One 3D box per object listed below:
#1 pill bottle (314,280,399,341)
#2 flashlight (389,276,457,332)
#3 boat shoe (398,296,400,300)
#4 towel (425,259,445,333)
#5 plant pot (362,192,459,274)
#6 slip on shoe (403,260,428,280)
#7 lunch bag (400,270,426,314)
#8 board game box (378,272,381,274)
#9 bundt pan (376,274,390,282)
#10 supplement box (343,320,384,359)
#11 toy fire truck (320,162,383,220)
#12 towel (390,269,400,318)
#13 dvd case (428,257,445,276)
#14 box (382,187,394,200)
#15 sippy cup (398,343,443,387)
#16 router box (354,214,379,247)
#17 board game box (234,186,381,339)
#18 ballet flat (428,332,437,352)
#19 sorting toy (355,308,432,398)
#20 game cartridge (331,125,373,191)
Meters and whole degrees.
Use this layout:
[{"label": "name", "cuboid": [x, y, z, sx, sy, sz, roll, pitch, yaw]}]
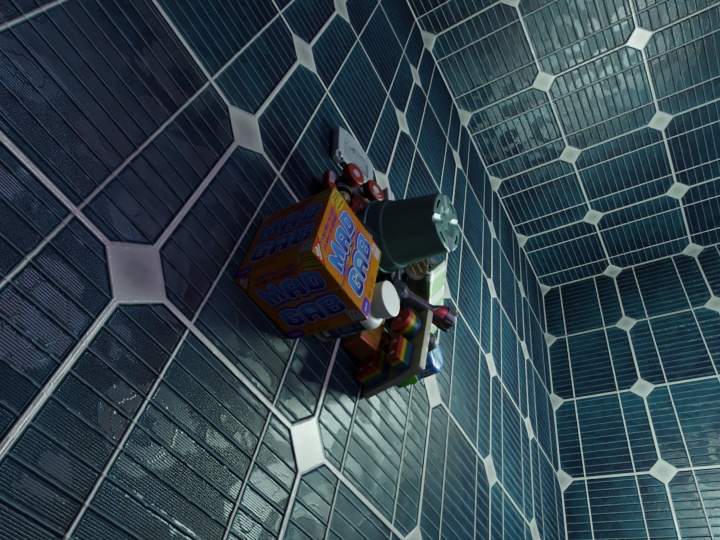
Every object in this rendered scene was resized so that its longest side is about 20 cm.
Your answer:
[{"label": "pill bottle", "cuboid": [-0.016, 0.089, 1.195, 0.111, 0.199, 0.112, 38, 43, -46]}, {"label": "flashlight", "cuboid": [0.162, 0.087, 1.396, 0.199, 0.068, 0.068, 32, 66, -2]}, {"label": "boat shoe", "cuboid": [0.009, 0.052, 1.321, 0.199, 0.072, 0.070, 21, 40, -18]}, {"label": "towel", "cuboid": [0.211, 0.082, 1.498, 0.152, 0.023, 0.202, -32, 126, -62]}, {"label": "plant pot", "cuboid": [0.137, -0.106, 1.347, 0.200, 0.195, 0.202, 22, 63, -52]}, {"label": "slip on shoe", "cuboid": [0.143, -0.038, 1.510, 0.061, 0.075, 0.201, 87, -15, -44]}, {"label": "lunch bag", "cuboid": [0.163, 0.102, 1.573, 0.201, 0.082, 0.162, 83, 10, -56]}, {"label": "board game box", "cuboid": [0.000, 0.000, 1.376, 0.200, 0.095, 0.030, 13, 63, -64]}, {"label": "bundt pan", "cuboid": [0.046, -0.066, 1.536, 0.202, 0.075, 0.203, 40, 41, -47]}, {"label": "supplement box", "cuboid": [0.019, 0.133, 1.367, 0.067, 0.069, 0.201, 43, 35, -20]}, {"label": "toy fire truck", "cuboid": [-0.022, -0.176, 1.402, 0.199, 0.112, 0.169, 33, 39, -38]}, {"label": "towel", "cuboid": [0.103, 0.078, 1.519, 0.200, 0.030, 0.150, 80, 14, -62]}, {"label": "dvd case", "cuboid": [0.170, -0.035, 1.630, 0.025, 0.150, 0.201, -31, 85, -27]}, {"label": "box", "cuboid": [0.080, -0.156, 1.529, 0.039, 0.041, 0.201, 41, 36, -43]}, {"label": "sippy cup", "cuboid": [0.163, 0.256, 1.500, 0.140, 0.129, 0.179, 41, 40, -46]}, {"label": "router box", "cuboid": [-0.070, -0.082, 1.244, 0.200, 0.156, 0.053, 37, 44, -49]}, {"label": "board game box", "cuboid": [-0.101, -0.010, 1.097, 0.200, 0.199, 0.201, 52, 34, -32]}, {"label": "ballet flat", "cuboid": [0.117, 0.227, 1.411, 0.069, 0.199, 0.068, 57, -12, -17]}, {"label": "sorting toy", "cuboid": [0.079, 0.195, 1.325, 0.070, 0.200, 0.199, 40, 38, -18]}, {"label": "game cartridge", "cuboid": [-0.024, -0.346, 1.613, 0.200, 0.041, 0.134, 41, 44, -45]}]
